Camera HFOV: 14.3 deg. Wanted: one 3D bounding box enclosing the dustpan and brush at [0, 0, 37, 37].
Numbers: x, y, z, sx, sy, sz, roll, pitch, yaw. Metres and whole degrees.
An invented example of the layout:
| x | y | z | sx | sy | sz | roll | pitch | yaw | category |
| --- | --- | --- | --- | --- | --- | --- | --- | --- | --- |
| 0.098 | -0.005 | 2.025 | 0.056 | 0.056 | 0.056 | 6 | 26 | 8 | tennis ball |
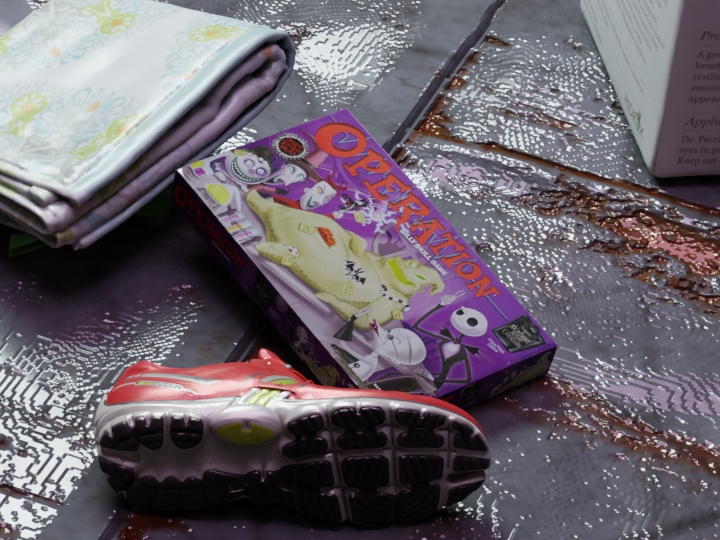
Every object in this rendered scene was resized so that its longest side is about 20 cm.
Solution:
| x | y | z | sx | sy | sz | roll | pitch | yaw | category |
| --- | --- | --- | --- | --- | --- | --- | --- | --- | --- |
| -0.272 | -0.178 | 1.754 | 0.139 | 0.057 | 0.200 | -7 | 39 | -16 | dustpan and brush |

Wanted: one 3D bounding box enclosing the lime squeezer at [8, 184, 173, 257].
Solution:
| x | y | z | sx | sy | sz | roll | pitch | yaw | category |
| --- | --- | --- | --- | --- | --- | --- | --- | --- | --- |
| -0.092 | -0.031 | 1.606 | 0.200 | 0.038 | 0.071 | 6 | 37 | -2 | lime squeezer |

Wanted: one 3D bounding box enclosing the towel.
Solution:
| x | y | z | sx | sy | sz | roll | pitch | yaw | category |
| --- | --- | --- | --- | --- | --- | --- | --- | --- | --- |
| -0.160 | -0.094 | 1.627 | 0.171 | 0.048 | 0.200 | 19 | 45 | 36 | towel |

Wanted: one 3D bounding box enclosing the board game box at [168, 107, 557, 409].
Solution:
| x | y | z | sx | sy | sz | roll | pitch | yaw | category |
| --- | --- | --- | --- | --- | --- | --- | --- | --- | --- |
| 0.000 | 0.000 | 1.557 | 0.120 | 0.032 | 0.200 | -19 | 55 | -35 | board game box |

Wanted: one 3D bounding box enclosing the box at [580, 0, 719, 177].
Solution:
| x | y | z | sx | sy | sz | roll | pitch | yaw | category |
| --- | --- | --- | --- | --- | --- | --- | --- | --- | --- |
| 0.256 | -0.181 | 1.737 | 0.199 | 0.171 | 0.200 | -2 | 38 | -11 | box |

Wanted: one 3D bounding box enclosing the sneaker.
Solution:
| x | y | z | sx | sy | sz | roll | pitch | yaw | category |
| --- | --- | --- | --- | --- | --- | --- | --- | --- | --- |
| -0.033 | 0.072 | 1.448 | 0.200 | 0.077 | 0.085 | 5 | 34 | -2 | sneaker |
